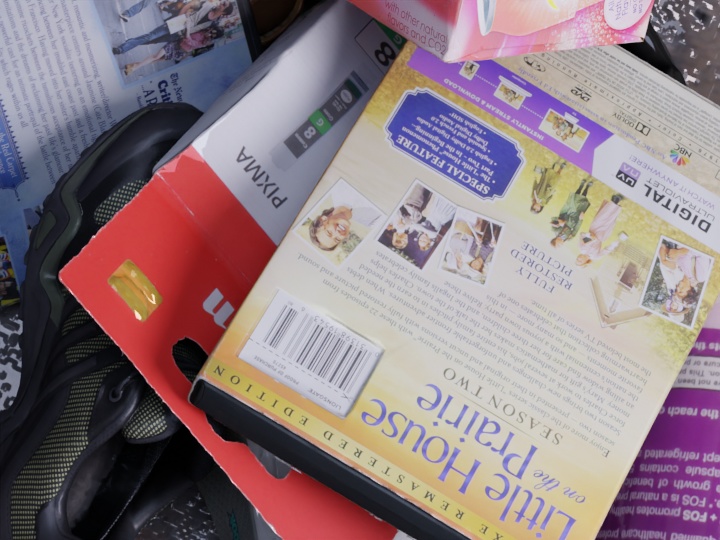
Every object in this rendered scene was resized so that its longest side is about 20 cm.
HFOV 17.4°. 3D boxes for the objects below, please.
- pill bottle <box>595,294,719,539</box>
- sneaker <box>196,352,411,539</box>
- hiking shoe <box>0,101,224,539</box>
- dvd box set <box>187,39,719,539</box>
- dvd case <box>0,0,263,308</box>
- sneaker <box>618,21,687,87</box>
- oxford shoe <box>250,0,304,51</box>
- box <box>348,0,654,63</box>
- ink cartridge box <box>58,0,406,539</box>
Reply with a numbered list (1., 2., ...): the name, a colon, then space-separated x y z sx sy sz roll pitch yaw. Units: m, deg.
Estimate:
1. pill bottle: 0.139 0.107 0.890 0.112 0.112 0.200 11 76 -2
2. sneaker: -0.017 0.082 0.888 0.080 0.070 0.201 -2 75 -27
3. hiking shoe: -0.078 0.036 0.861 0.101 0.076 0.200 12 78 38
4. dvd box set: 0.050 0.001 0.832 0.146 0.029 0.200 30 64 0
5. dvd case: -0.131 -0.054 0.903 0.200 0.143 0.018 -20 35 -9
6. sneaker: 0.056 -0.106 0.940 0.200 0.098 0.071 41 79 6
7. oxford shoe: -0.117 -0.096 0.937 0.200 0.071 0.071 -25 82 -9
8. box: 0.014 -0.160 0.824 0.095 0.103 0.200 -10 34 -38
9. ink cartridge box: 0.000 0.000 0.865 0.161 0.050 0.200 50 39 -10
